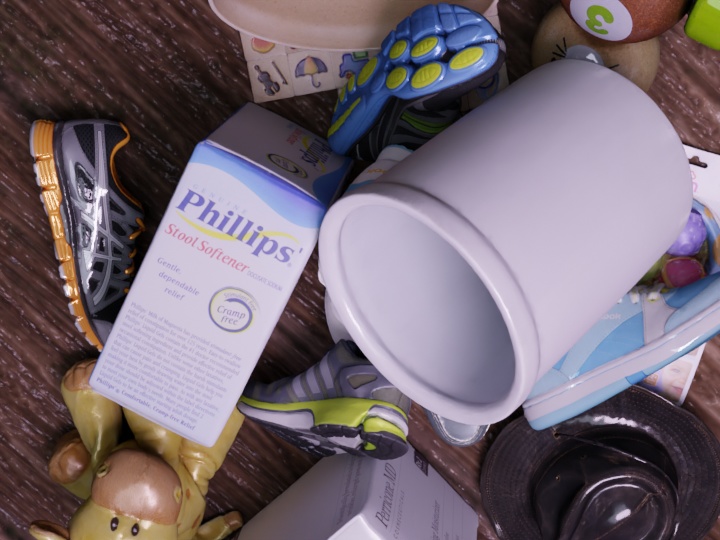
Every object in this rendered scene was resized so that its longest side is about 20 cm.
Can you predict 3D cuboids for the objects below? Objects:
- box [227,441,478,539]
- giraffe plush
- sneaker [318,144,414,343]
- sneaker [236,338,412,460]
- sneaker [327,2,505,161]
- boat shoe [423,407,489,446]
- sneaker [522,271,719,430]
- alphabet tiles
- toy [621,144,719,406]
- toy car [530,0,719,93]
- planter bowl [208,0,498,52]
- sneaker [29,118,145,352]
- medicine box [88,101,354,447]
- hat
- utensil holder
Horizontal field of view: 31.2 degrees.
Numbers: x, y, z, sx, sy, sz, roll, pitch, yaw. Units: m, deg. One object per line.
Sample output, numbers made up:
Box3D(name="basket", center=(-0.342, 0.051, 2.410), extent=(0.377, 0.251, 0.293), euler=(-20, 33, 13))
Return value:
Box3D(name="box", center=(-0.020, 0.250, 1.012), extent=(0.200, 0.199, 0.131), euler=(-42, 98, 14))
Box3D(name="giraffe plush", center=(-0.182, 0.181, 1.027), extent=(0.171, 0.162, 0.201), euler=(-4, 104, 6))
Box3D(name="sneaker", center=(0.000, 0.000, 0.974), extent=(0.076, 0.081, 0.201), euler=(29, 137, 18))
Box3D(name="sneaker", center=(-0.022, 0.097, 1.005), extent=(0.074, 0.199, 0.081), euler=(37, 66, -33))
Box3D(name="sneaker", center=(0.048, -0.128, 0.926), extent=(0.082, 0.199, 0.071), euler=(17, 67, -22))
Box3D(name="boat shoe", center=(0.073, 0.052, 1.020), extent=(0.072, 0.062, 0.201), euler=(-1, 105, 6))
Box3D(name="sneaker", center=(0.182, 0.020, 0.954), extent=(0.199, 0.079, 0.131), euler=(-32, 79, 19))
Box3D(name="alphabet tiles", center=(0.005, -0.194, 0.989), extent=(0.199, 0.008, 0.168), euler=(-9, 104, 8))
Box3D(name="toy", center=(0.231, 0.005, 1.000), extent=(0.114, 0.047, 0.201), euler=(17, 107, 0))
Box3D(name="toy car", center=(0.167, -0.158, 0.919), extent=(0.164, 0.158, 0.201), euler=(28, 118, 10))
Box3D(name="planter bowl", center=(-0.006, -0.249, 0.886), extent=(0.199, 0.200, 0.136), euler=(-3, 79, 6))
Box3D(name="sneaker", center=(-0.204, -0.026, 1.022), extent=(0.077, 0.078, 0.201), euler=(-13, 111, -10))
Box3D(name="medicine box", center=(-0.097, -0.004, 0.959), extent=(0.102, 0.182, 0.201), euler=(26, 106, -2))
Box3D(name="hat", center=(0.192, 0.190, 1.018), extent=(0.199, 0.081, 0.202), euler=(4, 118, 7))
Box3D(name="utensil holder", center=(0.100, -0.026, 0.850), extent=(0.200, 0.170, 0.171), euler=(-38, 102, -30))
